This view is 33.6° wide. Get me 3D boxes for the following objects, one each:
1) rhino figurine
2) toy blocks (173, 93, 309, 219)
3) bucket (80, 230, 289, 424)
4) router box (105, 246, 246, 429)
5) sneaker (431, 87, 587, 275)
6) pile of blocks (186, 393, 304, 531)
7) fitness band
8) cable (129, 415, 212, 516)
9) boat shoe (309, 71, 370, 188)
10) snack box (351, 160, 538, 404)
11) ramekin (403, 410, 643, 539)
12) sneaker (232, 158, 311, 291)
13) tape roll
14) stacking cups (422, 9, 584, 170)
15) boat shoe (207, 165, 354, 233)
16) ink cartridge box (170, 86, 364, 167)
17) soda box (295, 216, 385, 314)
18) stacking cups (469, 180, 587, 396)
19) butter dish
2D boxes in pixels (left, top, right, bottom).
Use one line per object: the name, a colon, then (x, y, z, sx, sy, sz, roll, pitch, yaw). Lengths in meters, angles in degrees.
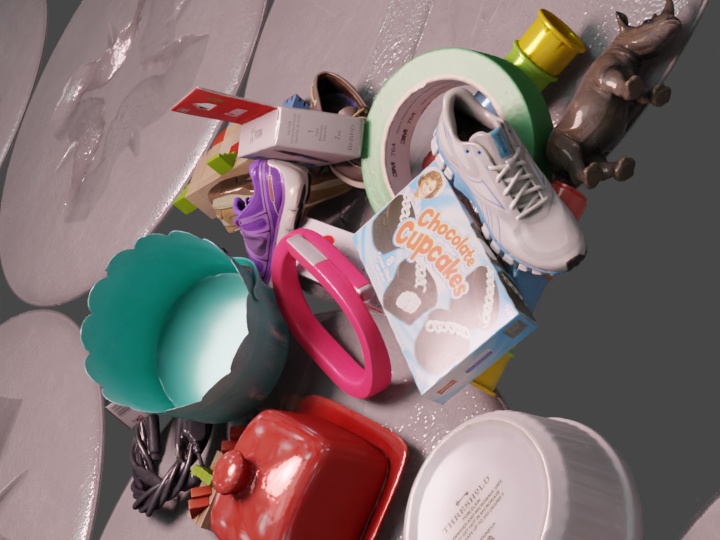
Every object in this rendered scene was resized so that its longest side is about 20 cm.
rhino figurine: (0.234, -0.165, 1.089, 0.087, 0.060, 0.202, 22, 83, 59)
toy blocks: (-0.145, -0.157, 1.540, 0.199, 0.100, 0.138, -25, 38, 39)
bucket: (-0.183, 0.067, 1.292, 0.205, 0.135, 0.210, -6, 73, 20)
router box: (-0.221, 0.079, 1.449, 0.199, 0.051, 0.150, -36, 32, 11)
sneaker: (0.125, -0.081, 1.046, 0.075, 0.087, 0.200, -33, 63, -12)
pile of blocks: (-0.140, 0.201, 1.318, 0.201, 0.062, 0.082, -52, 37, 14)
fitness band: (-0.031, 0.042, 1.223, 0.200, 0.037, 0.145, 45, 149, 37)
cable: (-0.230, 0.199, 1.450, 0.163, 0.050, 0.201, -49, 34, 30)
boat shoe: (-0.013, -0.164, 1.375, 0.071, 0.060, 0.201, -17, 38, -9)
snack box: (0.072, 0.007, 1.088, 0.116, 0.037, 0.201, -41, 47, 19)
ramekin: (0.121, 0.207, 0.964, 0.201, 0.094, 0.204, -29, 48, 38)
sneaker: (-0.111, -0.046, 1.370, 0.081, 0.083, 0.202, -65, -8, -54)
tape roll: (0.093, -0.114, 1.170, 0.199, 0.048, 0.203, 2, 93, 36)
stacking cups: (0.142, -0.165, 1.206, 0.200, 0.060, 0.061, -51, 37, 25)
boat shoe: (-0.085, -0.085, 1.432, 0.198, 0.077, 0.072, -7, 25, 30)
ink cartridge box: (-0.106, -0.147, 1.268, 0.200, 0.174, 0.045, -175, 92, -74)
soda box: (0.000, 0.000, 1.266, 0.199, 0.068, 0.064, 23, 86, 54)
stacking cups: (0.141, 0.012, 1.089, 0.060, 0.060, 0.202, 26, 89, 54)
butter dish: (-0.079, 0.215, 1.161, 0.199, 0.147, 0.202, 18, 82, 53)
